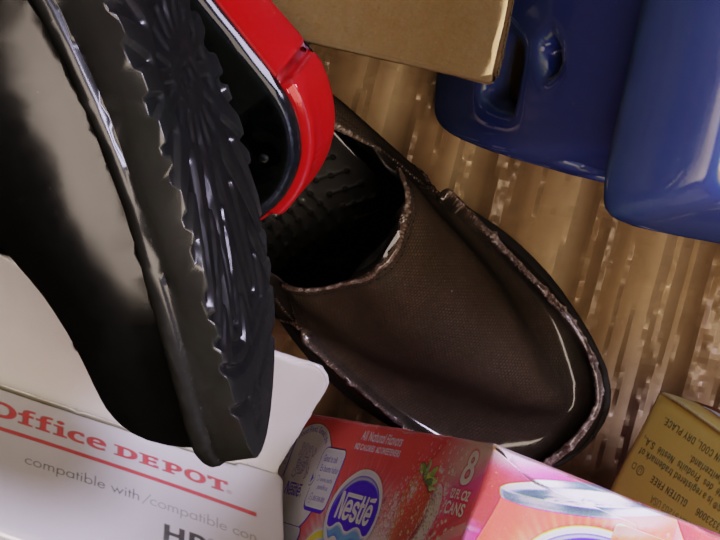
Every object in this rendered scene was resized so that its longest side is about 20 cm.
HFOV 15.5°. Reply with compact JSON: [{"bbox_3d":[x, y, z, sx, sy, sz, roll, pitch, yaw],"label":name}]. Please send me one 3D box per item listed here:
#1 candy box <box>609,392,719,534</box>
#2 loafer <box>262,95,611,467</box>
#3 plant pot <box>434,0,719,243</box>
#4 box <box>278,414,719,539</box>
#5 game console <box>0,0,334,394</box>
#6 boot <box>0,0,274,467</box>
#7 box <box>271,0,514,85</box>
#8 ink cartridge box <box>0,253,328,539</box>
[{"bbox_3d":[0.103,0.149,0.854,0.116,0.056,0.201,17,103,-42],"label":"candy box"},{"bbox_3d":[0.000,0.000,0.806,0.200,0.071,0.073,39,94,-18],"label":"loafer"},{"bbox_3d":[0.148,-0.099,0.755,0.199,0.180,0.201,9,103,-14],"label":"plant pot"},{"bbox_3d":[0.027,0.105,0.764,0.094,0.200,0.103,22,82,-17],"label":"box"},{"bbox_3d":[-0.125,-0.049,0.753,0.200,0.031,0.177,-34,104,23],"label":"game console"},{"bbox_3d":[-0.118,-0.033,0.698,0.157,0.079,0.212,-15,107,15],"label":"boot"},{"bbox_3d":[-0.041,-0.153,0.748,0.199,0.021,0.164,13,102,6],"label":"box"},{"bbox_3d":[-0.097,0.103,0.779,0.116,0.068,0.200,19,122,-16],"label":"ink cartridge box"}]
